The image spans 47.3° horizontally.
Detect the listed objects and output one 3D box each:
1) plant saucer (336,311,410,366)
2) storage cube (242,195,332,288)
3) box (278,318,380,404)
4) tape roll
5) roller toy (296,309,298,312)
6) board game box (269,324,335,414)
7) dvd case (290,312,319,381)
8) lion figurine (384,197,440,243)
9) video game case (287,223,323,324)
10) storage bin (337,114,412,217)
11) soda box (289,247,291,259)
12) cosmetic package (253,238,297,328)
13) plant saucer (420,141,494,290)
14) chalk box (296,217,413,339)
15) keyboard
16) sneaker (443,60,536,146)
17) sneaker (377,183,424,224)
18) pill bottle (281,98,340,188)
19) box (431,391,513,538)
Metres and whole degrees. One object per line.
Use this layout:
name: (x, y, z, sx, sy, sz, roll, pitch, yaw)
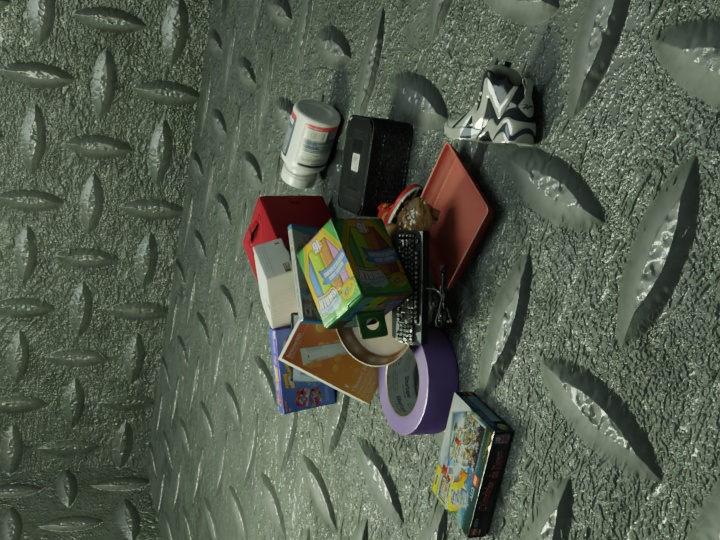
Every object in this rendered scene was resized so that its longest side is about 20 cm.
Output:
plant saucer: (0.034, 0.077, 1.528, 0.200, 0.034, 0.201, 1, 92, 41)
storage cube: (-0.161, -0.061, 2.003, 0.180, 0.199, 0.171, 64, 143, 35)
box: (-0.049, 0.169, 1.662, 0.125, 0.200, 0.097, -63, 5, -10)
tape roll: (0.105, 0.206, 1.542, 0.200, 0.065, 0.201, -177, 90, -66)
roller toy: (-0.064, 0.146, 1.828, 0.182, 0.139, 0.201, 139, 130, -72)
board game box: (-0.137, 0.226, 1.945, 0.045, 0.134, 0.201, -172, 76, -65)
dvd case: (-0.048, 0.160, 1.723, 0.018, 0.199, 0.143, 146, 124, -80)
lion figurine: (0.075, -0.063, 1.532, 0.200, 0.072, 0.123, -12, 91, 57)
video game case: (-0.069, 0.010, 1.622, 0.018, 0.143, 0.201, -32, 59, 46)
storage bin: (0.027, -0.217, 1.722, 0.135, 0.094, 0.201, -148, 63, -62)
soda box: (-0.097, 0.009, 1.766, 0.200, 0.068, 0.064, -131, 35, -62)
cosmetic package: (-0.189, 0.032, 1.860, 0.200, 0.074, 0.102, 88, 160, -52)
plant saucer: (0.165, -0.093, 1.475, 0.200, 0.037, 0.200, -112, 35, -43)
chalk box: (-0.003, 0.023, 1.444, 0.124, 0.125, 0.200, -44, 61, 40)
keyboard: (0.103, 0.031, 1.433, 0.127, 0.021, 0.201, 2, 94, 39)
sneaker: (0.213, -0.273, 1.339, 0.199, 0.079, 0.130, -157, 73, -64)
sneaker: (0.065, -0.109, 1.635, 0.200, 0.077, 0.085, -59, 46, 46)
pill bottle: (-0.131, -0.311, 2.045, 0.120, 0.119, 0.200, -115, 37, -45)
box: (0.184, 0.325, 1.386, 0.137, 0.038, 0.201, -138, 55, -60)
